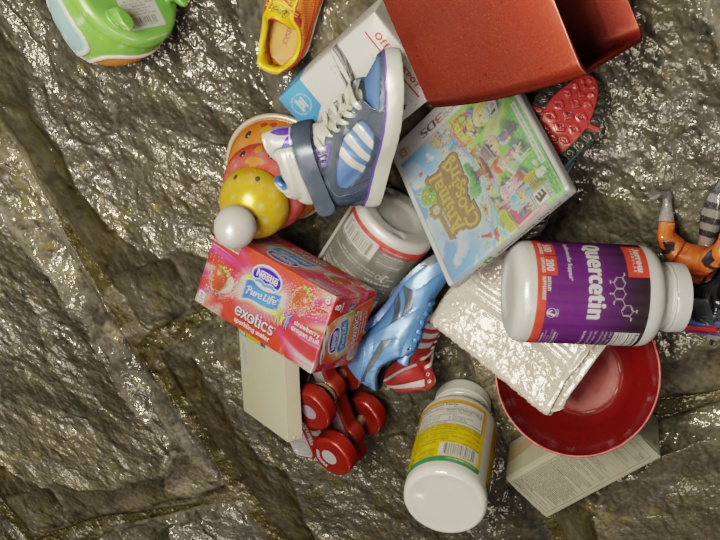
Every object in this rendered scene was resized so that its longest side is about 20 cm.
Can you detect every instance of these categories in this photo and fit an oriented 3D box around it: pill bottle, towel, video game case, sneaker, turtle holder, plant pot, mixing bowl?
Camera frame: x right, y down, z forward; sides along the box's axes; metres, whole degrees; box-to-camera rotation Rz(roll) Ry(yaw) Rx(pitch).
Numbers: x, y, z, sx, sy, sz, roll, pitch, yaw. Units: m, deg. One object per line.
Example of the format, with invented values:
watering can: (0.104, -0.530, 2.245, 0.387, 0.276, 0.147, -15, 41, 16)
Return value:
pill bottle: (0.000, 0.000, 1.127, 0.113, 0.114, 0.201, 31, 124, -5)
towel: (0.192, 0.068, 1.070, 0.199, 0.034, 0.133, 37, 94, 18)
video game case: (0.130, -0.114, 0.993, 0.022, 0.202, 0.182, 10, 139, -45)
sneaker: (0.091, 0.084, 1.182, 0.199, 0.072, 0.112, -39, 124, 14)
sneaker: (-0.035, -0.155, 0.966, 0.144, 0.081, 0.202, 5, 132, -8)
pill bottle: (0.127, 0.242, 1.188, 0.111, 0.201, 0.114, 7, 123, 10)
sneaker: (-0.070, -0.313, 0.978, 0.072, 0.077, 0.203, 16, 122, 7)
turtle holder: (-0.303, -0.319, 1.002, 0.185, 0.142, 0.131, 40, 140, -22)
plant pot: (0.137, -0.268, 0.866, 0.175, 0.199, 0.202, -21, 98, 38)
pill bottle: (0.261, 0.026, 0.983, 0.196, 0.113, 0.114, 2, 123, -2)
sneaker: (0.061, 0.064, 1.095, 0.079, 0.066, 0.201, 46, 106, 20)
sneaker: (0.212, -0.134, 1.011, 0.079, 0.095, 0.202, 29, 99, 7)
mixing bowl: (0.276, 0.130, 1.110, 0.197, 0.108, 0.204, -3, 82, 18)

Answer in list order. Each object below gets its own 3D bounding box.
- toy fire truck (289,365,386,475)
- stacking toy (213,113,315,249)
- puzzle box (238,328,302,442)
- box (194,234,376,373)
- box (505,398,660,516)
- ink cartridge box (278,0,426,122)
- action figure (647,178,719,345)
toy fire truck: (-0.069, 0.197, 1.281, 0.166, 0.112, 0.202, -1, 121, 38)
stacking toy: (-0.120, -0.087, 1.055, 0.143, 0.201, 0.148, 7, 123, 10)
puzzle box: (-0.126, 0.118, 1.211, 0.132, 0.025, 0.204, 21, 117, 54)
box: (-0.092, 0.030, 1.063, 0.198, 0.095, 0.101, 29, 107, 28)
box: (0.306, 0.247, 1.216, 0.095, 0.078, 0.199, 44, 122, -13)
ink cartridge box: (0.016, -0.226, 1.011, 0.199, 0.068, 0.116, -35, 108, 30)
action figure: (0.423, 0.005, 1.023, 0.198, 0.105, 0.196, 13, 133, 37)
